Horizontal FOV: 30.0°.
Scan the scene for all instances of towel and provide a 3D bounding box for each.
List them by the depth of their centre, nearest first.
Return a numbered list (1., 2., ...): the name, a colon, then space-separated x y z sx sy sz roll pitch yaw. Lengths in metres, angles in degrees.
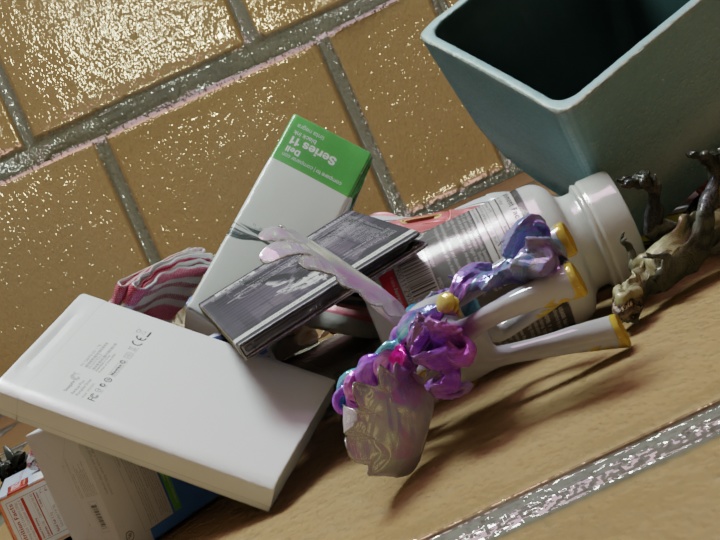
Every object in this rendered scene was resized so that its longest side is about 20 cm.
1. towel: -0.204 0.075 1.145 0.201 0.030 0.146 -59 -9 21
2. towel: -0.039 0.097 1.226 0.132 0.035 0.200 -27 5 -10

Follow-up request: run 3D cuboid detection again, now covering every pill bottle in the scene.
1. pill bottle: 0.105 0.005 0.989 0.198 0.112 0.111 -24 4 4

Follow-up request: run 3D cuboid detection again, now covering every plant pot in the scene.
1. plant pot: 0.204 -0.145 1.099 0.195 0.201 0.196 -38 40 -10

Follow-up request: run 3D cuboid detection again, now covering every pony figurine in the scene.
1. pony figurine: 0.046 0.043 0.816 0.199 0.168 0.193 -27 -29 15

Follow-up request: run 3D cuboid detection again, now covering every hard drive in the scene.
1. hard drive: -0.130 0.085 0.918 0.198 0.027 0.132 18 32 9

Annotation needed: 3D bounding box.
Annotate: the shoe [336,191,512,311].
1. shoe: 0.065 -0.010 1.081 0.198 0.072 0.091 -5 22 16

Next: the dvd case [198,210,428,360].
1. dvd case: -0.042 0.006 0.999 0.148 0.016 0.200 -32 13 -9

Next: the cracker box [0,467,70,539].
1. cracker box: -0.207 0.167 1.151 0.199 0.058 0.134 -25 4 -11

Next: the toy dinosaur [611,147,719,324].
1. toy dinosaur: 0.228 -0.035 0.939 0.199 0.089 0.047 -28 19 -29

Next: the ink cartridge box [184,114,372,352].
1. ink cartridge box: -0.075 -0.013 1.181 0.201 0.083 0.147 -63 0 -19

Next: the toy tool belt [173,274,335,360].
1. toy tool belt: -0.099 0.029 1.305 0.199 0.124 0.125 -25 -3 -22

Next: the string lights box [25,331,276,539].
1. string lights box: -0.135 0.121 0.990 0.059 0.104 0.199 -19 6 42

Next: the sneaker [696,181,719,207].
1. sneaker: 0.385 -0.103 1.159 0.199 0.073 0.077 -28 27 -1

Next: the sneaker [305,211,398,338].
1. sneaker: 0.000 0.000 1.202 0.075 0.106 0.200 11 7 12

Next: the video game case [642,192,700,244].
1. video game case: 0.231 -0.048 1.242 0.179 0.026 0.200 -9 9 24

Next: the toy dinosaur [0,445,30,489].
1. toy dinosaur: -0.423 0.192 1.418 0.102 0.135 0.201 -44 -30 -23
